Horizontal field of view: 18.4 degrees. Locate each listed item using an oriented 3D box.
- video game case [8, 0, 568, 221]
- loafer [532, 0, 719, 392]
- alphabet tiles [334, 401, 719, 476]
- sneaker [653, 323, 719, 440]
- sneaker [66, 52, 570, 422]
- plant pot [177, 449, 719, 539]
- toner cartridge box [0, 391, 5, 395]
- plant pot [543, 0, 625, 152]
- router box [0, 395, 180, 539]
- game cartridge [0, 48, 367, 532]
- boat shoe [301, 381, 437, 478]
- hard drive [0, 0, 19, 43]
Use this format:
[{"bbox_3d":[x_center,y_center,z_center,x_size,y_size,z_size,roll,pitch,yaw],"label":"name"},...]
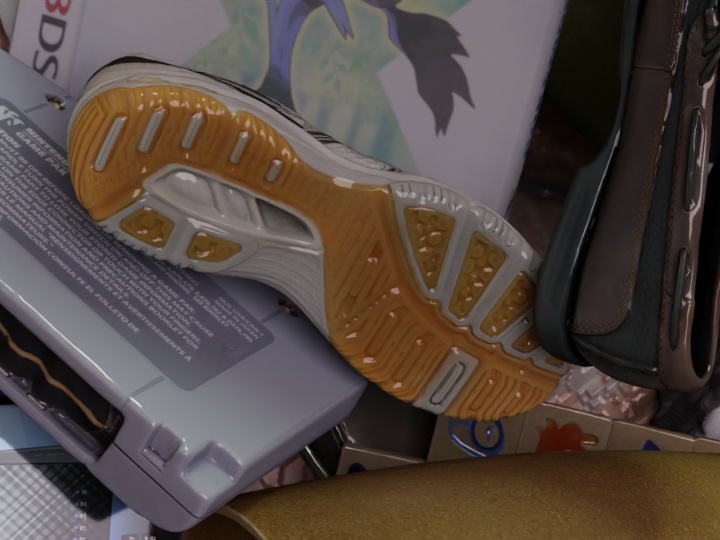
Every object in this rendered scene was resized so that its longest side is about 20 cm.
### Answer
[{"bbox_3d":[-0.030,-0.088,0.814,0.200,0.022,0.182,18,111,10],"label":"video game case"},{"bbox_3d":[0.121,-0.056,0.744,0.072,0.063,0.200,8,102,-52],"label":"loafer"},{"bbox_3d":[0.078,0.136,0.874,0.200,0.006,0.167,13,101,-4],"label":"alphabet tiles"},{"bbox_3d":[0.200,0.022,0.929,0.082,0.075,0.200,43,74,-8],"label":"sneaker"},{"bbox_3d":[-0.010,-0.020,0.783,0.200,0.088,0.076,32,103,-20],"label":"sneaker"},{"bbox_3d":[0.062,0.139,0.784,0.200,0.186,0.187,-18,90,-22],"label":"plant pot"},{"bbox_3d":[-0.149,0.068,0.834,0.095,0.043,0.200,-21,91,-19],"label":"toner cartridge box"},{"bbox_3d":[0.107,-0.136,0.874,0.190,0.200,0.200,35,75,2],"label":"plant pot"},{"bbox_3d":[-0.138,0.143,0.774,0.150,0.062,0.200,-2,86,-16],"label":"router box"},{"bbox_3d":[-0.097,-0.002,0.774,0.200,0.040,0.133,41,32,11],"label":"game cartridge"},{"bbox_3d":[-0.003,0.001,0.876,0.072,0.060,0.202,-12,88,-18],"label":"boat shoe"},{"bbox_3d":[-0.063,-0.178,0.834,0.200,0.027,0.132,-18,90,19],"label":"hard drive"}]
